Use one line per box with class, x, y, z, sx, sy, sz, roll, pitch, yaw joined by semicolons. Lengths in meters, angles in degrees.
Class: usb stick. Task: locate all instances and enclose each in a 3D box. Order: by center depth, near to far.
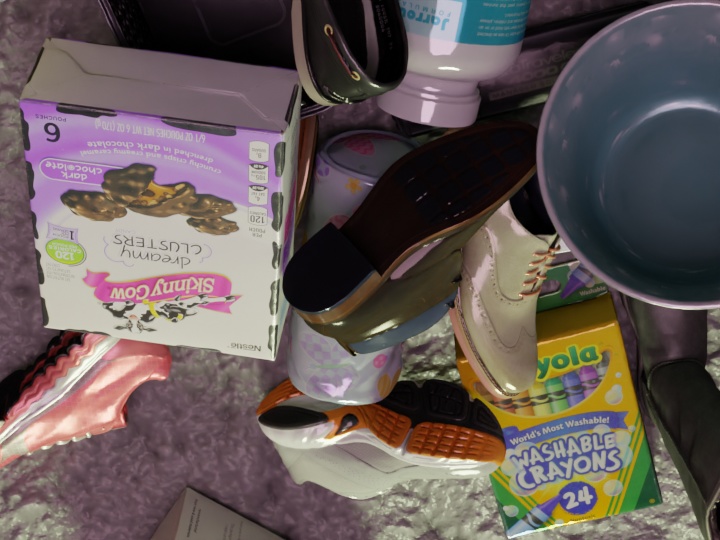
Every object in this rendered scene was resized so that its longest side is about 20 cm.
usb stick;0.115;-0.141;1.130;0.199;0.033;0.056;-13;108;8

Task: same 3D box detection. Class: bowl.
bowl;0.218;-0.065;1.062;0.199;0.105;0.202;-2;79;10

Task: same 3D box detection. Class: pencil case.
pencil case;0.000;0.000;1.167;0.090;0.083;0.201;4;120;-8

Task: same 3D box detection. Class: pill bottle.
pill bottle;0.061;-0.199;1.051;0.110;0.111;0.201;9;110;-3

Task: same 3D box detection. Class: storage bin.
storage bin;-0.098;-0.196;1.076;0.134;0.094;0.201;-19;115;10

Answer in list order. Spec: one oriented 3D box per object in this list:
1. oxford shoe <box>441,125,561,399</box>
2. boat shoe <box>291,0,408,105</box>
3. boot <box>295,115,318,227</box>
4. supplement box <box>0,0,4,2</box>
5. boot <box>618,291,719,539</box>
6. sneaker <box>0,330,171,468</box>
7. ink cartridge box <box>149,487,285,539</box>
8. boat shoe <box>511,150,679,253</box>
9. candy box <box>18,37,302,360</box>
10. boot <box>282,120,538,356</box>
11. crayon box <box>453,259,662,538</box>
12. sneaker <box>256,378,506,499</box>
oxford shoe;0.104;-0.003;1.130;0.073;0.071;0.201;0;111;36
boat shoe;-0.016;-0.204;0.999;0.063;0.073;0.203;-6;99;47
boot;-0.121;-0.055;1.164;0.154;0.077;0.201;22;122;-4
supplement box;-0.251;-0.236;0.991;0.108;0.199;0.110;-26;121;-33
boot;0.237;0.086;1.142;0.072;0.200;0.183;-12;115;7
sneaker;-0.224;0.107;1.237;0.200;0.074;0.087;-41;112;20
ink cartridge box;-0.095;0.292;1.316;0.199;0.083;0.147;30;113;-12
boat shoe;0.199;-0.060;1.145;0.199;0.072;0.062;-13;116;11
candy box;-0.128;-0.043;1.066;0.167;0.072;0.201;7;133;3
boot;0.044;-0.020;1.092;0.199;0.075;0.097;-33;147;-1
crayon box;0.147;0.100;1.234;0.125;0.052;0.201;-14;114;8
sneaker;0.022;0.135;1.231;0.199;0.076;0.092;6;133;28
